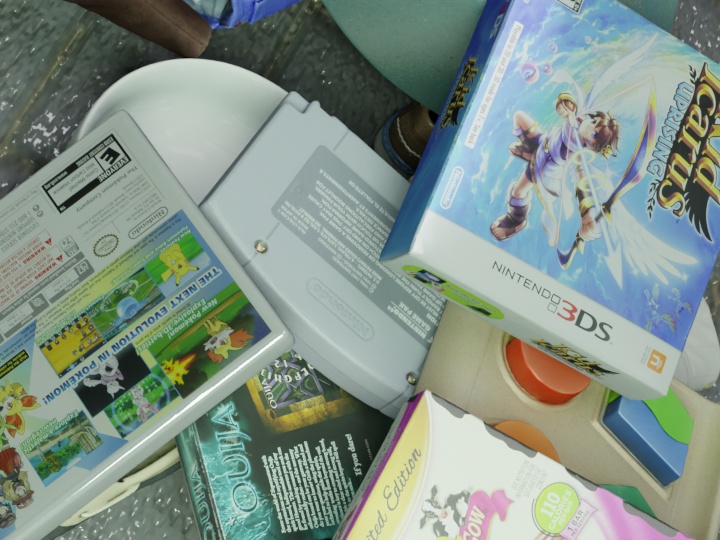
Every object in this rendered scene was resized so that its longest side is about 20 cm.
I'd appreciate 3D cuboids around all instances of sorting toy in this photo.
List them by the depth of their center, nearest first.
[{"bbox_3d":[0.126,0.101,1.130,0.200,0.036,0.185,31,50,-10],"label":"sorting toy"}]

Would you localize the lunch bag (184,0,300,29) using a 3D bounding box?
[{"bbox_3d":[-0.090,-0.263,1.330,0.170,0.124,0.200,-32,77,-38],"label":"lunch bag"}]

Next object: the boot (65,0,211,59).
[{"bbox_3d":[-0.199,-0.203,1.254,0.166,0.200,0.072,37,87,-41],"label":"boot"}]

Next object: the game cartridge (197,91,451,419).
[{"bbox_3d":[0.000,0.000,1.163,0.200,0.040,0.133,42,48,-8],"label":"game cartridge"}]

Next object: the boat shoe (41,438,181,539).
[{"bbox_3d":[-0.162,0.112,1.136,0.200,0.063,0.071,-21,80,-34],"label":"boat shoe"}]

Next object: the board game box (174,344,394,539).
[{"bbox_3d":[-0.050,0.066,1.139,0.135,0.028,0.200,-4,69,-32],"label":"board game box"}]

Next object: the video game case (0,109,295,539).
[{"bbox_3d":[-0.164,0.033,1.100,0.200,0.022,0.182,-37,64,-2],"label":"video game case"}]

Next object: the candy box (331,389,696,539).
[{"bbox_3d":[0.084,0.170,1.026,0.200,0.061,0.137,29,78,-3],"label":"candy box"}]

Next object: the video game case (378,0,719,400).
[{"bbox_3d":[0.129,-0.054,1.128,0.181,0.045,0.200,28,74,-20],"label":"video game case"}]

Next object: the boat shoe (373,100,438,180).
[{"bbox_3d":[0.099,-0.124,1.394,0.200,0.072,0.072,-38,89,-36],"label":"boat shoe"}]

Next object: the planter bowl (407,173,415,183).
[{"bbox_3d":[0.081,-0.005,1.294,0.200,0.083,0.201,-6,109,-18],"label":"planter bowl"}]

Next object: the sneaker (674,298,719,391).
[{"bbox_3d":[0.173,0.011,1.380,0.115,0.074,0.200,-7,60,-51],"label":"sneaker"}]

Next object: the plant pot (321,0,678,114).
[{"bbox_3d":[0.093,-0.201,1.263,0.196,0.196,0.200,-38,116,-26],"label":"plant pot"}]

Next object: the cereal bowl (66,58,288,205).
[{"bbox_3d":[-0.101,-0.027,1.227,0.200,0.083,0.200,12,61,-23],"label":"cereal bowl"}]
